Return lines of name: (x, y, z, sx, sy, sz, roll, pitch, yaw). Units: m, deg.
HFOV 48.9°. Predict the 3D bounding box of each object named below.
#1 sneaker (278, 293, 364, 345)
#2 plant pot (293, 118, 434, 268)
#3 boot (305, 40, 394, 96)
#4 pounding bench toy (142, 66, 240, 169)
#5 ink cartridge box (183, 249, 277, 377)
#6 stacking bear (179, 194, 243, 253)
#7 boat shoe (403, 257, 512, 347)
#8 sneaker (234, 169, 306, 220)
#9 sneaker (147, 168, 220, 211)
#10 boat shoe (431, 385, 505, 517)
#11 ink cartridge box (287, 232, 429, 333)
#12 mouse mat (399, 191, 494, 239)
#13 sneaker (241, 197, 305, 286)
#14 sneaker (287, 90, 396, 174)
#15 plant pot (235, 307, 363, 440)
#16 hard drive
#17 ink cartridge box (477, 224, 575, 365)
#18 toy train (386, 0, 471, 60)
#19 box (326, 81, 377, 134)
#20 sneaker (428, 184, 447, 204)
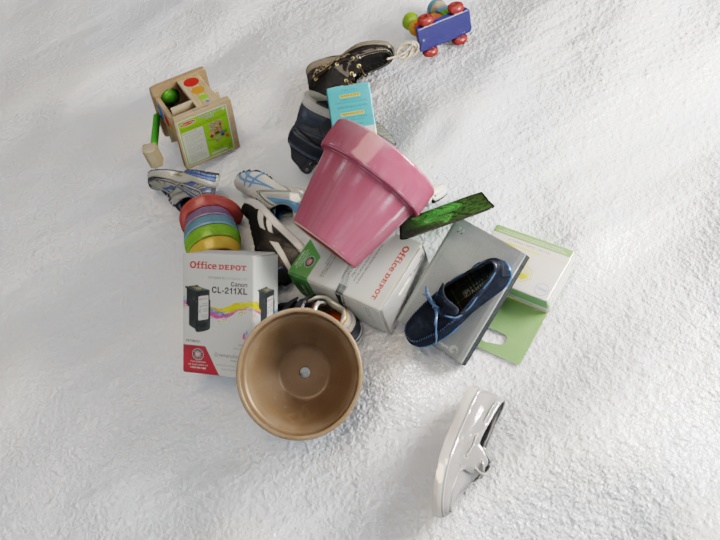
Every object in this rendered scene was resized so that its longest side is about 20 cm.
sneaker: (-0.094, 0.079, 1.345, 0.198, 0.080, 0.079, 4, 60, 23)
plant pot: (-0.008, -0.113, 1.280, 0.199, 0.200, 0.180, 34, 87, 33)
boot: (-0.023, -0.381, 1.617, 0.198, 0.073, 0.152, -11, 55, 17)
pounding bench toy: (-0.378, -0.307, 1.631, 0.198, 0.125, 0.156, -27, 52, -19)
ink cartridge box: (-0.219, 0.069, 1.326, 0.144, 0.083, 0.203, 2, 94, 24)
stacking bear: (-0.266, -0.030, 1.459, 0.120, 0.114, 0.202, -21, 59, 4)
boat shoe: (0.139, 0.040, 1.225, 0.200, 0.068, 0.084, -45, 60, 15)
sneaker: (-0.174, -0.140, 1.519, 0.198, 0.072, 0.073, 21, 74, 32)
sneaker: (-0.365, -0.158, 1.588, 0.198, 0.077, 0.086, 7, 92, 42)
boat shoe: (0.160, 0.267, 1.150, 0.068, 0.072, 0.201, 11, 54, 24)
ink cartridge box: (0.000, 0.000, 1.358, 0.198, 0.083, 0.147, 23, 67, 30)
mouse mat: (0.140, -0.095, 1.337, 0.159, 0.008, 0.200, -20, 10, 6)
sneaker: (-0.187, -0.047, 1.459, 0.112, 0.073, 0.200, -42, 57, -12)
sneaker: (-0.044, -0.242, 1.538, 0.200, 0.147, 0.077, 24, 26, -10)
plant pot: (-0.093, 0.164, 1.258, 0.198, 0.093, 0.204, 0, 83, 1)
hard drive: (0.163, 0.032, 1.275, 0.139, 0.033, 0.201, 32, 94, 32)
ink cartridge box: (0.239, 0.034, 1.279, 0.144, 0.048, 0.201, 23, 66, 30)
toy train: (0.118, -0.496, 1.629, 0.198, 0.085, 0.116, -25, 42, -10)
box: (-0.009, -0.237, 1.454, 0.081, 0.049, 0.203, -9, 97, -1)
sneaker: (0.056, -0.145, 1.411, 0.197, 0.075, 0.082, -5, 88, -4)
